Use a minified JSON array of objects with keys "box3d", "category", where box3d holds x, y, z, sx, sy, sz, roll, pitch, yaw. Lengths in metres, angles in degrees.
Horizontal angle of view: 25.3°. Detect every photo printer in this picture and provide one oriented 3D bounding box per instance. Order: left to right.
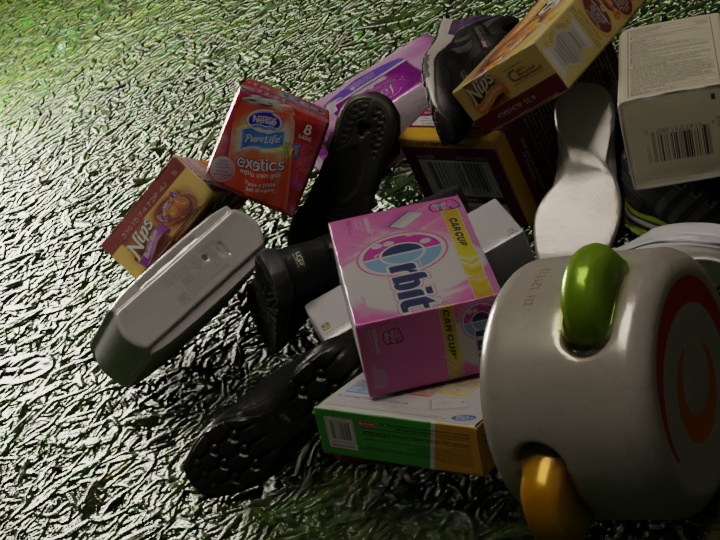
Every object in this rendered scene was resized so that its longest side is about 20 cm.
[{"box3d":[-0.177,0.031,1.525,0.166,0.069,0.200,-43,0,-22],"category":"photo printer"}]

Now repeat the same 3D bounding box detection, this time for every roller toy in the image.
[{"box3d":[0.168,0.082,1.111,0.139,0.202,0.182,-6,0,33],"category":"roller toy"}]

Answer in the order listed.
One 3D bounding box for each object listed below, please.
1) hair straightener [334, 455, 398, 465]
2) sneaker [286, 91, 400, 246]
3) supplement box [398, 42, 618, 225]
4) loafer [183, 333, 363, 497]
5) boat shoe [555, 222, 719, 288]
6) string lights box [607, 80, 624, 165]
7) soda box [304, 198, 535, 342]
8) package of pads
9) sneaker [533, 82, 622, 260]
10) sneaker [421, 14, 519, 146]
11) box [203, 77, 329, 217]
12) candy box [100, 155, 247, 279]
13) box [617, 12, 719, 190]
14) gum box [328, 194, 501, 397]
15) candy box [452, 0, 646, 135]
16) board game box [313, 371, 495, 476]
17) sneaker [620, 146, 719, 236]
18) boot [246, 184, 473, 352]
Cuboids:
[{"box3d":[0.071,0.118,1.276,0.199,0.041,0.077,-6,35,34],"category":"hair straightener"},{"box3d":[-0.010,-0.084,1.588,0.076,0.201,0.114,21,15,7],"category":"sneaker"},{"box3d":[0.154,-0.145,1.573,0.130,0.104,0.200,7,44,47],"category":"supplement box"},{"box3d":[-0.065,0.121,1.335,0.200,0.068,0.070,-39,-1,23],"category":"loafer"},{"box3d":[0.221,0.019,1.301,0.199,0.074,0.067,-16,43,38],"category":"boat shoe"},{"box3d":[0.313,-0.141,1.479,0.103,0.059,0.199,-41,32,-25],"category":"string lights box"},{"box3d":[0.056,0.022,1.413,0.199,0.068,0.064,-29,37,-4],"category":"soda box"},{"box3d":[0.032,-0.174,1.751,0.199,0.076,0.120,-33,29,-10],"category":"package of pads"},{"box3d":[0.201,-0.063,1.440,0.075,0.089,0.201,5,64,14],"category":"sneaker"},{"box3d":[0.112,-0.190,1.503,0.087,0.076,0.201,-10,33,17],"category":"sneaker"},{"box3d":[-0.090,-0.125,1.588,0.200,0.095,0.100,-99,31,-81],"category":"box"},{"box3d":[-0.182,-0.052,1.624,0.117,0.056,0.200,-49,-6,7],"category":"candy box"},{"box3d":[0.265,-0.145,1.341,0.094,0.078,0.200,-9,23,15],"category":"box"},{"box3d":[0.043,0.013,1.280,0.113,0.067,0.200,-13,27,-2],"category":"gum box"},{"box3d":[0.180,-0.213,1.451,0.115,0.055,0.200,-26,16,50],"category":"candy box"},{"box3d":[0.084,0.088,1.252,0.152,0.041,0.200,4,24,39],"category":"board game box"},{"box3d":[0.288,-0.062,1.348,0.074,0.081,0.199,-42,32,-25],"category":"sneaker"},{"box3d":[0.000,0.000,1.484,0.199,0.066,0.165,-21,-15,-17],"category":"boot"}]
